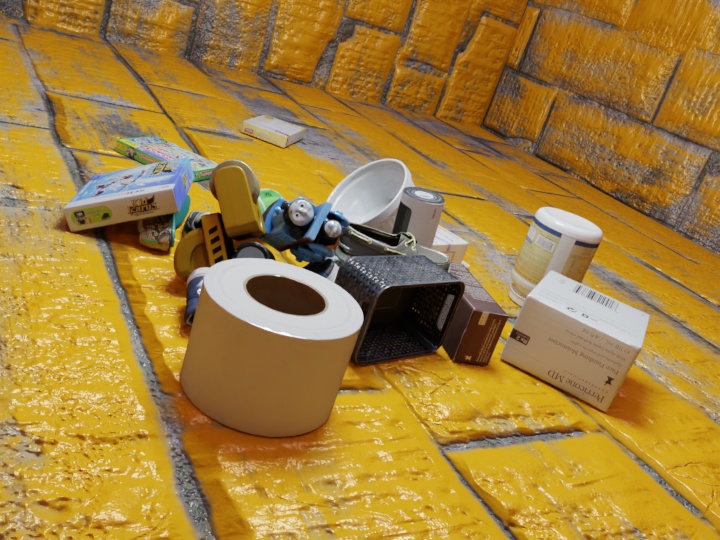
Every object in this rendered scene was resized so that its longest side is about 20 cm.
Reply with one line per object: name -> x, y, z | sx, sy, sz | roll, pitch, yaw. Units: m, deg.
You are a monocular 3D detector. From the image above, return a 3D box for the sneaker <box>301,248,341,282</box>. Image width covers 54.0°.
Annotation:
sneaker -> -0.057, 0.017, 1.219 | 0.077, 0.076, 0.200 | 54, 6, -13

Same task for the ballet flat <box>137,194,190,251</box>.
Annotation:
ballet flat -> -0.350, -0.095, 1.239 | 0.075, 0.068, 0.200 | 6, 26, -7

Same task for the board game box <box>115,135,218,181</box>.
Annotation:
board game box -> -0.433, -0.255, 1.603 | 0.200, 0.029, 0.135 | 25, 21, 16

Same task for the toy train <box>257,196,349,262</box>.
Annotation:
toy train -> -0.099, -0.070, 1.171 | 0.114, 0.087, 0.200 | 30, -14, -18

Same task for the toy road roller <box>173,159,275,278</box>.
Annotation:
toy road roller -> -0.218, -0.059, 1.090 | 0.145, 0.201, 0.123 | -11, -1, -3

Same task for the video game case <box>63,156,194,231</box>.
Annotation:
video game case -> -0.392, -0.137, 1.223 | 0.181, 0.046, 0.200 | -10, 25, -1

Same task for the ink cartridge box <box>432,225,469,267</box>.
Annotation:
ink cartridge box -> 0.151, -0.054, 1.547 | 0.200, 0.068, 0.116 | -3, 29, -43

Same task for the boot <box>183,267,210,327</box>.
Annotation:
boot -> -0.156, 0.064, 1.022 | 0.199, 0.073, 0.091 | 13, 40, -17

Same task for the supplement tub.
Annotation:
supplement tub -> 0.404, -0.017, 1.485 | 0.144, 0.201, 0.144 | 16, 21, -7

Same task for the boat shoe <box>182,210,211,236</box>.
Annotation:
boat shoe -> -0.268, -0.070, 1.235 | 0.072, 0.066, 0.201 | 8, 23, -21

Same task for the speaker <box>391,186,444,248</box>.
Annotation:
speaker -> 0.093, -0.047, 1.298 | 0.081, 0.201, 0.081 | 12, 25, -5

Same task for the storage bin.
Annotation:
storage bin -> 0.052, 0.057, 1.095 | 0.200, 0.136, 0.094 | -2, 30, -43

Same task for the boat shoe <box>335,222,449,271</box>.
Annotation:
boat shoe -> 0.061, -0.035, 1.207 | 0.201, 0.060, 0.072 | 12, 27, -4

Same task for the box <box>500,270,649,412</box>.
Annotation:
box -> 0.379, 0.115, 1.237 | 0.199, 0.131, 0.200 | 26, 23, 18

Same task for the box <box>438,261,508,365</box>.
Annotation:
box -> 0.170, 0.067, 1.224 | 0.075, 0.100, 0.200 | 11, 23, -19

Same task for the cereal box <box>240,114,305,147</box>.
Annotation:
cereal box -> -0.263, -0.428, 2.153 | 0.143, 0.040, 0.200 | 21, 22, 6

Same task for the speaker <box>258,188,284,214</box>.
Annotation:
speaker -> -0.196, -0.110, 1.331 | 0.088, 0.089, 0.200 | 21, 10, 4

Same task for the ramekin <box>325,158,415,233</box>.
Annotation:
ramekin -> 0.032, -0.125, 1.456 | 0.105, 0.200, 0.200 | 52, 0, -35

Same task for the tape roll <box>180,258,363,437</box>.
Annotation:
tape roll -> -0.111, 0.089, 0.879 | 0.202, 0.140, 0.203 | 16, 22, -7

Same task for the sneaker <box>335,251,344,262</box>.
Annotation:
sneaker -> 0.000, 0.000, 1.308 | 0.070, 0.076, 0.200 | -26, 20, 4
